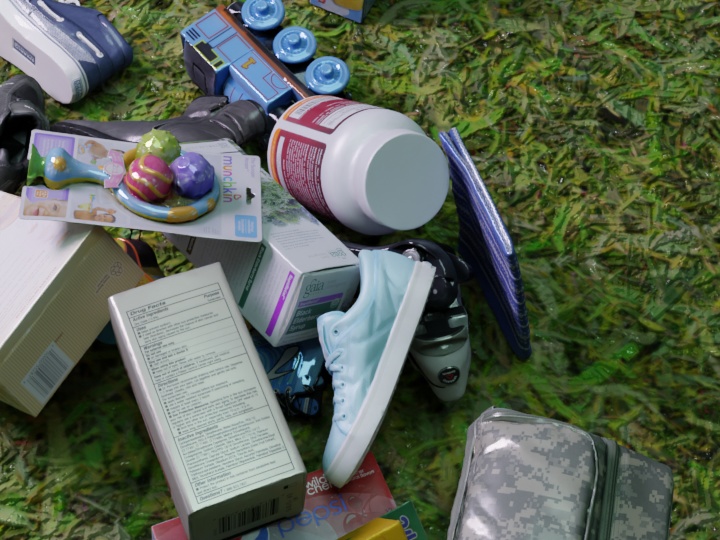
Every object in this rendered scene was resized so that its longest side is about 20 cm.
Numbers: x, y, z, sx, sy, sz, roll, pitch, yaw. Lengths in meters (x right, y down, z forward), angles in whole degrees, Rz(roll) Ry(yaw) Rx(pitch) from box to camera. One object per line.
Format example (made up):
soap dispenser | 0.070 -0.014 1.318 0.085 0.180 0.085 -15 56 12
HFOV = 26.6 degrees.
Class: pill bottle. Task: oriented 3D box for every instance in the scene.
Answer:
pill bottle | -0.001 -0.095 1.397 0.112 0.114 0.200 -22 20 -19

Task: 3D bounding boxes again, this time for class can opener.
can opener | 0.000 0.000 1.358 0.197 0.079 0.064 6 76 21

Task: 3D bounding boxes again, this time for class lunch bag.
lunch bag | 0.143 0.222 1.202 0.166 0.140 0.202 24 54 -10

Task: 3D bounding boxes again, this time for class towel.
towel | 0.112 -0.019 1.365 0.024 0.201 0.146 -23 59 -3

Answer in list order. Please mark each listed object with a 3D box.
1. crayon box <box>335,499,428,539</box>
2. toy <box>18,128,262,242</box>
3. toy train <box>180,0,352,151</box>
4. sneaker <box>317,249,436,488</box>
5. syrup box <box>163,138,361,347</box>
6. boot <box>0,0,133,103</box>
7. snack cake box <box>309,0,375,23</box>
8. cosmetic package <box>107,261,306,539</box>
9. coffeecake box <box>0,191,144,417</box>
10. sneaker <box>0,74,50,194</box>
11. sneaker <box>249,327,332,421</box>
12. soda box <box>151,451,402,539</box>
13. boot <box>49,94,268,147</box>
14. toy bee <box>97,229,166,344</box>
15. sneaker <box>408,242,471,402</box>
crayon box | -0.010 0.280 1.187 0.198 0.051 0.127 -25 94 -22
toy | -0.179 -0.083 1.266 0.197 0.048 0.116 3 42 -8
toy train | -0.091 -0.194 1.548 0.114 0.087 0.200 -36 66 -17
sneaker | -0.006 0.076 1.261 0.081 0.074 0.202 20 72 4
syrup box | -0.096 -0.027 1.333 0.078 0.082 0.200 -11 45 -46
boot | -0.331 -0.257 1.586 0.200 0.073 0.090 43 54 15
snack cake box | 0.003 -0.380 1.617 0.066 0.201 0.116 22 55 11
cosmetic package | -0.124 0.109 1.227 0.102 0.088 0.202 -17 63 -14
coffeecake box | -0.306 0.020 1.304 0.199 0.073 0.154 16 64 44
sneaker | -0.326 -0.132 1.457 0.066 0.090 0.201 39 34 -23
sneaker | -0.074 0.097 1.338 0.199 0.079 0.090 -32 65 -25
soda box | -0.069 0.221 1.254 0.198 0.064 0.071 -16 57 -17
boot | -0.197 -0.129 1.495 0.198 0.071 0.132 15 39 26
toy bee | -0.204 0.013 1.355 0.198 0.110 0.131 28 11 -2
sneaker | 0.063 0.047 1.396 0.073 0.089 0.201 -10 30 4
